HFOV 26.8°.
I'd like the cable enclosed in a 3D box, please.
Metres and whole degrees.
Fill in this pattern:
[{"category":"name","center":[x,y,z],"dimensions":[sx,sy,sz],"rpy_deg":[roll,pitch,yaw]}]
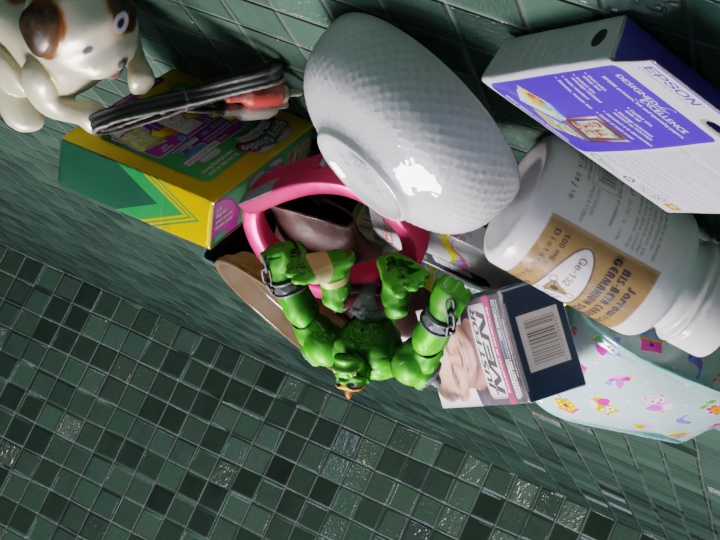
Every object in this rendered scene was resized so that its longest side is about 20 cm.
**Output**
[{"category":"cable","center":[-0.141,-0.145,1.356],"dimensions":[0.097,0.198,0.051],"rpy_deg":[-10,100,56]}]

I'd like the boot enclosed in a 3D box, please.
[{"category":"boot","center":[0.000,0.000,1.454],"dimensions":[0.198,0.073,0.167],"rpy_deg":[23,159,17]}]

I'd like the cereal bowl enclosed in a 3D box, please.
[{"category":"cereal bowl","center":[0.026,-0.100,1.185],"dimensions":[0.200,0.083,0.200],"rpy_deg":[42,168,11]}]

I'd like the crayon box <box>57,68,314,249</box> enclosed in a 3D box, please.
[{"category":"crayon box","center":[-0.165,-0.112,1.461],"dimensions":[0.171,0.200,0.059],"rpy_deg":[23,125,17]}]

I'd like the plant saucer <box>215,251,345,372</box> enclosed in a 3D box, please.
[{"category":"plant saucer","center":[-0.067,0.045,1.563],"dimensions":[0.199,0.030,0.200],"rpy_deg":[37,169,8]}]

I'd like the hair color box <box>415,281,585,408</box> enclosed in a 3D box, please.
[{"category":"hair color box","center":[0.122,0.068,1.361],"dimensions":[0.060,0.101,0.200],"rpy_deg":[-15,178,-19]}]

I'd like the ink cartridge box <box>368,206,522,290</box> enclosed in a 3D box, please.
[{"category":"ink cartridge box","center":[0.111,-0.042,1.399],"dimensions":[0.198,0.084,0.146],"rpy_deg":[25,169,9]}]

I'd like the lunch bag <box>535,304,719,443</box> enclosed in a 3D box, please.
[{"category":"lunch bag","center":[0.251,0.074,1.379],"dimensions":[0.197,0.124,0.170],"rpy_deg":[15,156,-14]}]

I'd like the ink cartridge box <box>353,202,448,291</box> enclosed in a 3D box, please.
[{"category":"ink cartridge box","center":[0.054,-0.006,1.642],"dimensions":[0.059,0.105,0.200],"rpy_deg":[19,167,35]}]

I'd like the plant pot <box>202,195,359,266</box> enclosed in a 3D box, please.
[{"category":"plant pot","center":[-0.069,-0.031,1.748],"dimensions":[0.140,0.143,0.200],"rpy_deg":[23,173,14]}]

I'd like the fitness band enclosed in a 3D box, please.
[{"category":"fitness band","center":[-0.027,-0.037,1.366],"dimensions":[0.199,0.038,0.144],"rpy_deg":[-14,129,46]}]

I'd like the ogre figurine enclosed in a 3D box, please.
[{"category":"ogre figurine","center":[0.007,0.043,1.340],"dimensions":[0.197,0.099,0.121],"rpy_deg":[-1,122,11]}]

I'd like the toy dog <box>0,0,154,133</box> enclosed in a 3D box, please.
[{"category":"toy dog","center":[-0.261,-0.224,1.362],"dimensions":[0.199,0.139,0.196],"rpy_deg":[9,123,62]}]

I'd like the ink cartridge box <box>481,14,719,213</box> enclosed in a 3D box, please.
[{"category":"ink cartridge box","center":[0.210,-0.098,1.010],"dimensions":[0.197,0.044,0.199],"rpy_deg":[32,170,-25]}]

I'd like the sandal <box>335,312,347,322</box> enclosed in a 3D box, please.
[{"category":"sandal","center":[-0.001,0.049,1.605],"dimensions":[0.199,0.055,0.080],"rpy_deg":[30,169,-19]}]

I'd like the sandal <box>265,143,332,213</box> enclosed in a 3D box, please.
[{"category":"sandal","center":[-0.069,-0.106,1.602],"dimensions":[0.198,0.045,0.076],"rpy_deg":[-5,127,43]}]

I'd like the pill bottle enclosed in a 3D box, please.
[{"category":"pill bottle","center":[0.209,-0.014,1.216],"dimensions":[0.198,0.115,0.114],"rpy_deg":[28,169,-9]}]
